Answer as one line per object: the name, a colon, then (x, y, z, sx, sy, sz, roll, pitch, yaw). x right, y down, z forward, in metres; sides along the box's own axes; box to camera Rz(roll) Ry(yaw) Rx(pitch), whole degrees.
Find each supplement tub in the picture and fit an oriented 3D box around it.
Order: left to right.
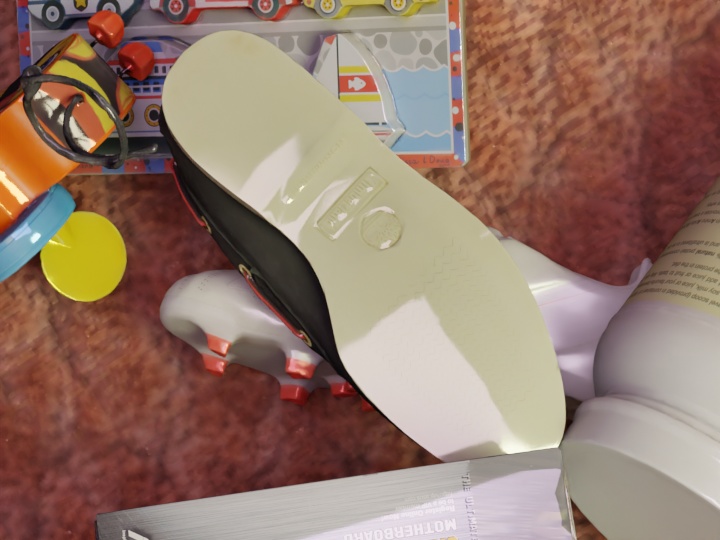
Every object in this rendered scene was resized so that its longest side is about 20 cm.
supplement tub: (0.177, 0.026, 0.954, 0.145, 0.145, 0.200, 36, 73, 8)

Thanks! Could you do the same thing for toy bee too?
toy bee: (-0.125, -0.046, 1.002, 0.200, 0.131, 0.109, -3, 36, 36)

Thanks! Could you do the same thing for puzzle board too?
puzzle board: (-0.052, -0.114, 1.011, 0.200, 0.017, 0.151, 0, 95, 27)

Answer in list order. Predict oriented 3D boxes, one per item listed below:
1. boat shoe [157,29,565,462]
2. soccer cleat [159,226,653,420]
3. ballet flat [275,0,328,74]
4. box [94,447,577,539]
boat shoe: (0.002, -0.002, 0.955, 0.074, 0.063, 0.201, -39, 77, -12)
soccer cleat: (0.022, 0.017, 1.021, 0.200, 0.069, 0.078, 9, 75, -3)
ballet flat: (-0.037, -0.149, 1.051, 0.062, 0.067, 0.200, -24, 81, -24)
box: (-0.003, 0.114, 0.934, 0.158, 0.200, 0.048, -8, 76, 0)
